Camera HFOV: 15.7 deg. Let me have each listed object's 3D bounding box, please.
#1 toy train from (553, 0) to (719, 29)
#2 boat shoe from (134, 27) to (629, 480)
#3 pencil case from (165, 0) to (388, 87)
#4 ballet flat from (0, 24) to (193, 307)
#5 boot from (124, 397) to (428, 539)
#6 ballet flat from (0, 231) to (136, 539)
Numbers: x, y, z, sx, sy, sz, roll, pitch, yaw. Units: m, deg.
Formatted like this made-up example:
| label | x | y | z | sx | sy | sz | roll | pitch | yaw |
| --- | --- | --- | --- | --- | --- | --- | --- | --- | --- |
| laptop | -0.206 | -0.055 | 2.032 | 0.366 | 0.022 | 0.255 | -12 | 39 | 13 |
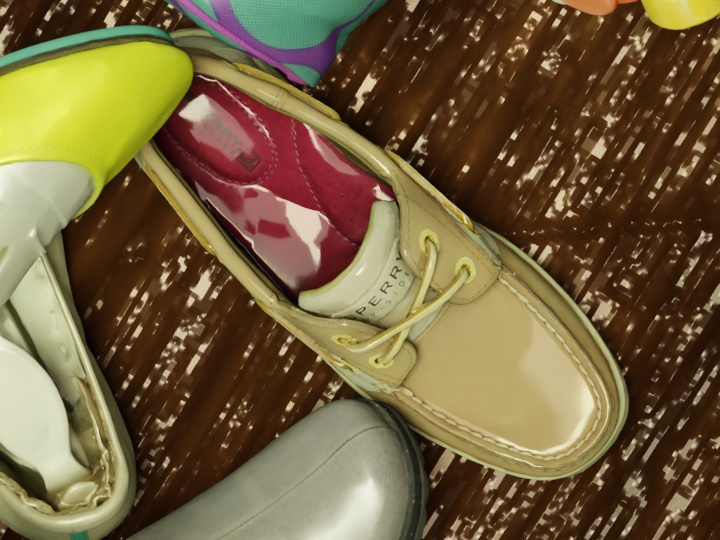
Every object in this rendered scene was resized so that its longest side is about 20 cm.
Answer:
| label | x | y | z | sx | sy | sz | roll | pitch | yaw |
| --- | --- | --- | --- | --- | --- | --- | --- | --- | --- |
| toy train | 0.110 | -0.055 | 0.772 | 0.200 | 0.150 | 0.056 | 38 | 66 | 14 |
| boat shoe | 0.000 | 0.000 | 0.830 | 0.200 | 0.066 | 0.074 | 37 | 97 | 0 |
| pencil case | 0.011 | -0.150 | 0.732 | 0.092 | 0.085 | 0.200 | 40 | 99 | 2 |
| ballet flat | -0.140 | -0.012 | 0.773 | 0.199 | 0.067 | 0.067 | -16 | 67 | -1 |
| boot | -0.079 | 0.105 | 0.803 | 0.200 | 0.132 | 0.070 | -46 | 53 | 9 |
| ballet flat | -0.126 | -0.002 | 0.840 | 0.069 | 0.069 | 0.200 | -25 | 93 | 6 |
